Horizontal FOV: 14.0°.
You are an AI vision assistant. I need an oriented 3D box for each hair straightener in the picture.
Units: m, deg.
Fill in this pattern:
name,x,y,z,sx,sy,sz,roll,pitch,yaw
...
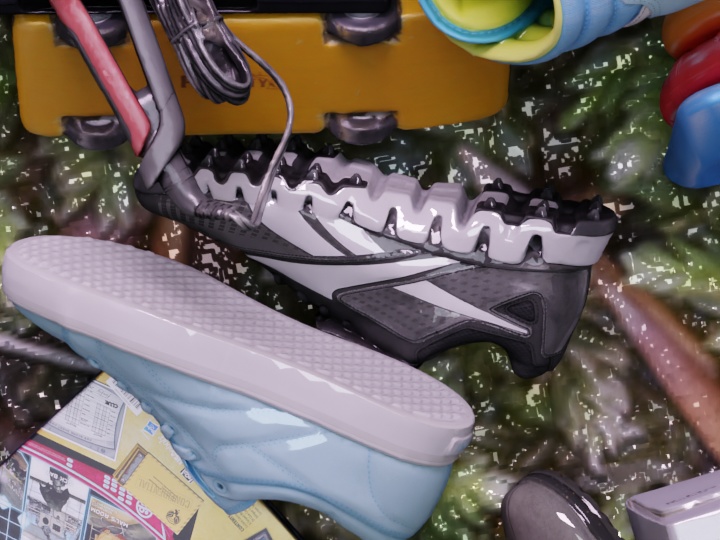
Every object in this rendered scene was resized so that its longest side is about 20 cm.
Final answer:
name,x,y,z,sx,sy,sz,roll,pitch,yaw
hair straightener,-0.079,-0.108,1.107,0.077,0.041,0.201,-28,85,-4

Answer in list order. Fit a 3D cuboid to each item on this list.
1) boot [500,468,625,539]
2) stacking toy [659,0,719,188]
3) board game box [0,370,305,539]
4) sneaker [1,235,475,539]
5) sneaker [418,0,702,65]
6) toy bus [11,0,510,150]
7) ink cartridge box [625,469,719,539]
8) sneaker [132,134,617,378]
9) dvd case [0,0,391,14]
name,x,y,z,sx,sy,sz,roll,pitch,yaw
boot,0.064,0.192,1.183,0.130,0.068,0.201,-19,92,-22
stacking toy,0.155,-0.144,1.200,0.109,0.116,0.201,-15,77,-2
board game box,-0.078,0.150,1.213,0.135,0.035,0.200,-42,91,-1
sneaker,-0.059,0.055,1.165,0.199,0.074,0.082,24,107,8
sneaker,0.058,-0.147,1.136,0.130,0.200,0.080,-24,123,-18
toy bus,-0.038,-0.099,1.188,0.199,0.065,0.079,-1,47,-2
ink cartridge box,0.206,0.166,1.167,0.144,0.145,0.201,-16,90,-2
sneaker,0.000,0.000,1.199,0.199,0.066,0.091,10,105,7
dvd case,-0.088,-0.157,1.180,0.199,0.018,0.143,0,50,-2
